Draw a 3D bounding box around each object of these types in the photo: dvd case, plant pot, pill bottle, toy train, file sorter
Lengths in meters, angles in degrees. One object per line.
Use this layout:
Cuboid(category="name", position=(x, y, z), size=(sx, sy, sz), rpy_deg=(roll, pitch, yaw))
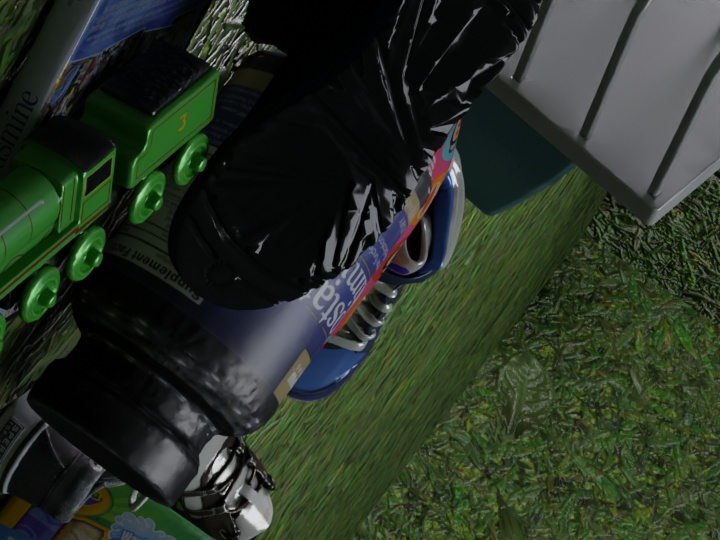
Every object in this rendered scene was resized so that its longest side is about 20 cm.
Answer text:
Cuboid(category="dvd case", position=(-0.111, -0.056, 0.971), size=(0.201, 0.018, 0.143), rpy_deg=(-60, 172, 22))
Cuboid(category="plant pot", position=(0.122, -0.141, 1.655), size=(0.200, 0.141, 0.141), rpy_deg=(-50, 178, 39))
Cuboid(category="pill bottle", position=(-0.064, 0.005, 1.178), size=(0.200, 0.112, 0.112), rpy_deg=(-54, 173, -12))
Cuboid(category="toy train", position=(-0.114, -0.020, 0.898), size=(0.200, 0.042, 0.057), rpy_deg=(-46, 157, -45))
Cuboid(category="file sorter", position=(0.130, -0.157, 1.266), size=(0.139, 0.200, 0.125), rpy_deg=(-37, 160, -32))

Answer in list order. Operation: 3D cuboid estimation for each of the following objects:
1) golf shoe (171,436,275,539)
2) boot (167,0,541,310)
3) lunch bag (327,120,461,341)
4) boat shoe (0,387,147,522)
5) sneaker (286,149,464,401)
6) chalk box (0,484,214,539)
Cuboid(category="golf shoe", position=(-0.090, 0.123, 1.602), size=(0.078, 0.094, 0.200), rpy_deg=(-52, 171, -15))
Cuboid(category="boot", position=(-0.016, -0.089, 1.039), size=(0.198, 0.073, 0.163), rpy_deg=(-48, -152, 6))
Cuboid(category="lunch bag", position=(-0.031, -0.018, 1.405), size=(0.200, 0.082, 0.176), rpy_deg=(-60, 171, 33))
Cuboid(category="boat shoe", position=(-0.125, 0.080, 1.281), size=(0.074, 0.068, 0.199), rpy_deg=(-57, 172, 13))
Cuboid(category="sneaker", position=(0.000, 0.000, 1.553), size=(0.201, 0.080, 0.146), rpy_deg=(-65, -168, 6))
Cuboid(category="chalk box", position=(-0.151, 0.186, 1.358), size=(0.200, 0.124, 0.125), rpy_deg=(-51, 172, -33))
